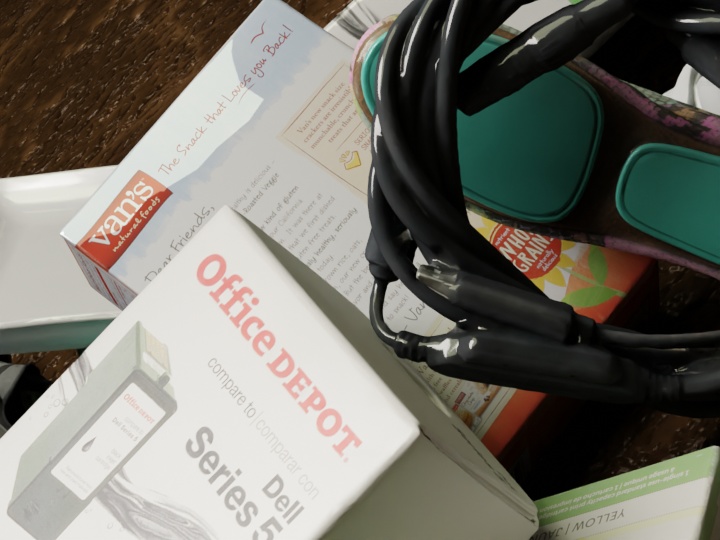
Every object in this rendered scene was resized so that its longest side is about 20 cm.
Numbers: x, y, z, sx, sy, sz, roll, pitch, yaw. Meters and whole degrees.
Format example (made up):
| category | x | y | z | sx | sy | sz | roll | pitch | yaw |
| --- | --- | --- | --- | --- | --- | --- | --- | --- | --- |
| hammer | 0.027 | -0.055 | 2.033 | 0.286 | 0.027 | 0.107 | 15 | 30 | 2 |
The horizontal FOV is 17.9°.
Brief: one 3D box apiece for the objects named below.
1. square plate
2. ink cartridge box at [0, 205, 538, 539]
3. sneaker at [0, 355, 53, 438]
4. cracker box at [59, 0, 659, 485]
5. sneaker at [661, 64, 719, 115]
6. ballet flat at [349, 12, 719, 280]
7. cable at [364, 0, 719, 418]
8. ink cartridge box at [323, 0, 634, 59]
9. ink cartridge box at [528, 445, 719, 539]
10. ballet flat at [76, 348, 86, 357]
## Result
| category | x | y | z | sx | sy | sz | roll | pitch | yaw |
| --- | --- | --- | --- | --- | --- | --- | --- | --- | --- |
| square plate | -0.117 | -0.007 | 1.144 | 0.196 | 0.029 | 0.200 | -5 | 23 | 7 |
| ink cartridge box | -0.060 | 0.100 | 0.779 | 0.200 | 0.084 | 0.146 | -47 | 45 | 3 |
| sneaker | -0.193 | 0.081 | 1.206 | 0.082 | 0.071 | 0.200 | -15 | 19 | -5 |
| cracker box | 0.000 | 0.000 | 0.897 | 0.199 | 0.058 | 0.134 | 36 | 76 | 20 |
| sneaker | 0.150 | -0.088 | 0.878 | 0.199 | 0.115 | 0.075 | -15 | 36 | 46 |
| ballet flat | 0.090 | -0.044 | 0.844 | 0.071 | 0.198 | 0.070 | -73 | 2 | -74 |
| cable | 0.102 | -0.034 | 0.788 | 0.051 | 0.198 | 0.165 | 13 | -95 | -85 |
| ink cartridge box | 0.036 | -0.093 | 1.035 | 0.200 | 0.084 | 0.146 | -42 | -4 | 1 |
| ink cartridge box | 0.049 | 0.159 | 0.725 | 0.145 | 0.048 | 0.201 | -22 | 30 | 39 |
| ballet flat | -0.098 | 0.060 | 1.100 | 0.070 | 0.068 | 0.200 | -18 | 25 | -4 |
